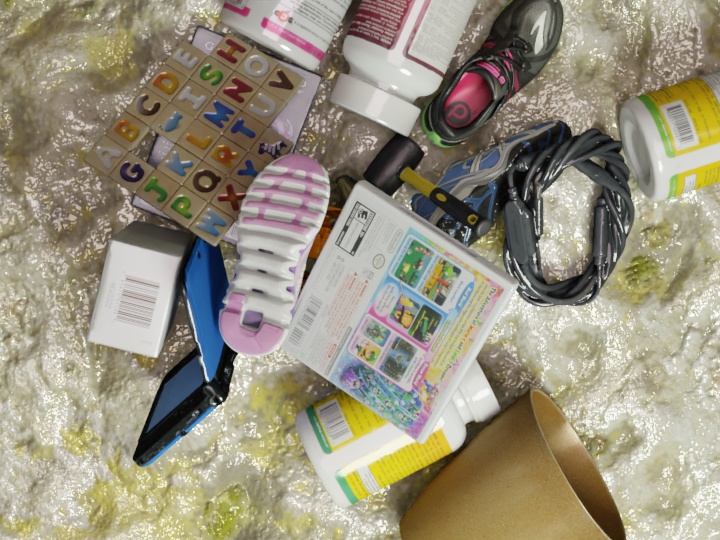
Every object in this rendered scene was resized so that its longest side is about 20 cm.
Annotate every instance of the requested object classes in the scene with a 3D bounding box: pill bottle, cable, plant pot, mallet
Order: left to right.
[{"bbox_3d":[-0.049,-0.315,1.345,0.113,0.113,0.201,28,95,-7],"label":"pill bottle"},{"bbox_3d":[0.041,0.157,1.408,0.199,0.113,0.113,-28,98,0],"label":"pill bottle"},{"bbox_3d":[0.048,-0.247,1.362,0.109,0.110,0.201,23,95,-6],"label":"pill bottle"},{"bbox_3d":[0.077,-0.088,1.351,0.041,0.200,0.066,38,84,-38],"label":"mallet"},{"bbox_3d":[0.147,0.255,1.407,0.199,0.186,0.187,-33,98,14],"label":"plant pot"},{"bbox_3d":[0.221,-0.051,1.409,0.163,0.051,0.201,-31,124,-22],"label":"cable"},{"bbox_3d":[0.381,-0.153,1.395,0.199,0.111,0.112,-17,98,-2],"label":"pill bottle"}]

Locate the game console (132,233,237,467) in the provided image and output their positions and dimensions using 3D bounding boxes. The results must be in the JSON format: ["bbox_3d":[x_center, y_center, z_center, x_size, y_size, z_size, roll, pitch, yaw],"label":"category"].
[{"bbox_3d":[-0.182,0.066,1.321,0.170,0.200,0.118,-41,104,14],"label":"game console"}]

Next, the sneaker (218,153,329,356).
[{"bbox_3d":[-0.084,-0.015,1.312,0.080,0.088,0.202,16,86,5],"label":"sneaker"}]

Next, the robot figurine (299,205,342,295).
[{"bbox_3d":[-0.023,-0.003,1.361,0.199,0.058,0.146,15,113,24],"label":"robot figurine"}]

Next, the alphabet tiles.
[{"bbox_3d":[-0.152,-0.143,1.343,0.167,0.008,0.200,32,72,14],"label":"alphabet tiles"}]

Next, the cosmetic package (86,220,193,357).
[{"bbox_3d":[-0.215,0.014,1.329,0.071,0.200,0.102,14,95,-5],"label":"cosmetic package"}]

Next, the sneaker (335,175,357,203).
[{"bbox_3d":[0.000,0.000,1.412,0.088,0.077,0.201,-19,95,10],"label":"sneaker"}]

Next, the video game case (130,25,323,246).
[{"bbox_3d":[-0.140,-0.137,1.409,0.142,0.019,0.201,21,94,-6],"label":"video game case"}]

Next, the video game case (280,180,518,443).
[{"bbox_3d":[0.031,0.042,1.299,0.181,0.024,0.201,33,117,11],"label":"video game case"}]

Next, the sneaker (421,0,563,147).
[{"bbox_3d":[0.145,-0.206,1.386,0.077,0.084,0.200,37,93,-8],"label":"sneaker"}]

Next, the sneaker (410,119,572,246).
[{"bbox_3d":[0.138,-0.103,1.402,0.199,0.077,0.076,-33,131,-18],"label":"sneaker"}]
